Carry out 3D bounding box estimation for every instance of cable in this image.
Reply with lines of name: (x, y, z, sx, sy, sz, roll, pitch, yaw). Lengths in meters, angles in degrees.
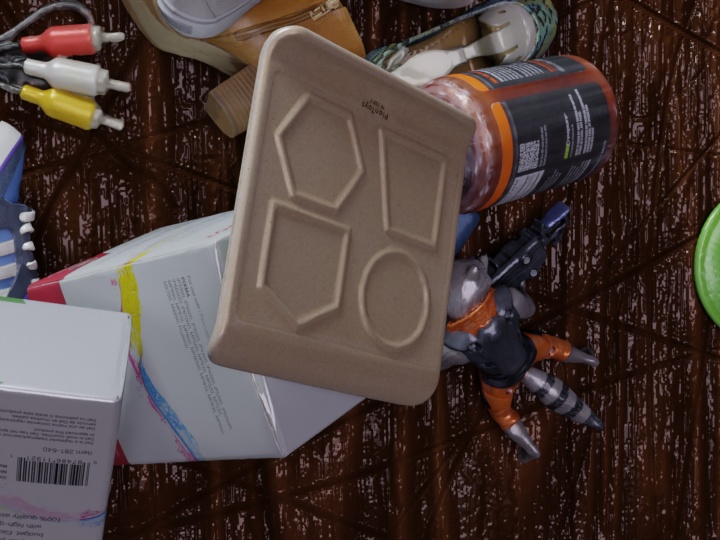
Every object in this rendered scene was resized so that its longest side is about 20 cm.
cable: (-0.270, -0.157, 0.745, 0.197, 0.050, 0.099, 1, 94, -16)

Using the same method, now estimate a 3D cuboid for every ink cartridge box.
ink cartridge box: (-0.232, 0.120, 0.648, 0.143, 0.084, 0.202, 8, 125, -13)
ink cartridge box: (-0.101, 0.040, 0.712, 0.145, 0.198, 0.147, -29, 104, -50)

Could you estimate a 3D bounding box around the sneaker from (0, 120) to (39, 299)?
sneaker: (-0.251, 0.009, 0.759, 0.145, 0.080, 0.202, 25, 85, -24)

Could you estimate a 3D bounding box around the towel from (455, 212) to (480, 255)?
towel: (0.000, 0.000, 0.835, 0.111, 0.048, 0.201, 42, 85, -15)

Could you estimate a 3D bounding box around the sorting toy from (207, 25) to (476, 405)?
sorting toy: (-0.008, -0.026, 0.639, 0.184, 0.036, 0.203, 18, 80, -41)

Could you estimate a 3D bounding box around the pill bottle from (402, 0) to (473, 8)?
pill bottle: (0.060, -0.319, 0.786, 0.110, 0.111, 0.203, 13, 92, -16)

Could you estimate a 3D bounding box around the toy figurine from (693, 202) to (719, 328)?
toy figurine: (0.408, 0.027, 0.876, 0.148, 0.184, 0.203, -13, 99, -13)

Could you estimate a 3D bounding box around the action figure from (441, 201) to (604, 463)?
action figure: (0.137, 0.046, 0.841, 0.200, 0.105, 0.193, -48, 121, 0)

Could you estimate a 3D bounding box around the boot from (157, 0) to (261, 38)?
boot: (-0.068, -0.250, 0.721, 0.073, 0.096, 0.201, 33, 49, -1)

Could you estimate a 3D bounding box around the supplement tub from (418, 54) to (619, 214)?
supplement tub: (0.104, -0.105, 0.791, 0.198, 0.106, 0.109, -17, 100, -36)

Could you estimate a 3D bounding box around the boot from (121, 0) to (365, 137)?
boot: (-0.097, -0.216, 0.787, 0.144, 0.071, 0.202, -38, 95, -21)

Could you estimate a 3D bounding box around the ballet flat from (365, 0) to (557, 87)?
ballet flat: (0.088, -0.177, 0.831, 0.198, 0.074, 0.075, -27, 102, -11)
